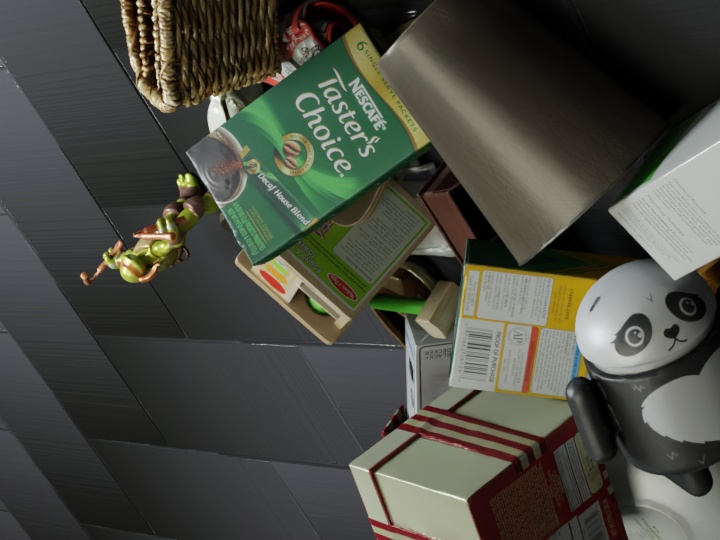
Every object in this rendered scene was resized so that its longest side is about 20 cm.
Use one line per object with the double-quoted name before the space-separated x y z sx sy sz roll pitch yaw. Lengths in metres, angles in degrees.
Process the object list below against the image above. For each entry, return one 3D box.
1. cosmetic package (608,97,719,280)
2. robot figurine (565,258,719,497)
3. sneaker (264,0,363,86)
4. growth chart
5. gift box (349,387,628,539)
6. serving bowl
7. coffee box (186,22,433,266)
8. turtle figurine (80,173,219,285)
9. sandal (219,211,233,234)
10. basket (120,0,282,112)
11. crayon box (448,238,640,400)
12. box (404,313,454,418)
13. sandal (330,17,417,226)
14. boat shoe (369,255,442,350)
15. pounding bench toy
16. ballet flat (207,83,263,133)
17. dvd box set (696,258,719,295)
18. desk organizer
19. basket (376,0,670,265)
"cosmetic package" 0.291 -0.082 1.319 0.085 0.108 0.200 45 146 -5
"robot figurine" 0.254 0.087 1.446 0.124 0.150 0.201 -8 120 34
"sneaker" -0.071 -0.213 1.580 0.200 0.067 0.108 30 145 10
"growth chart" 0.041 -0.065 1.682 0.199 0.018 0.145 8 135 41
"gift box" 0.123 0.212 1.605 0.186 0.199 0.186 9 120 50
"serving bowl" 0.274 0.231 1.646 0.198 0.066 0.201 14 129 18
"coffee box" -0.040 -0.108 1.510 0.199 0.044 0.124 -33 84 18
"turtle figurine" -0.198 -0.038 1.828 0.064 0.161 0.200 47 147 -11
"sandal" -0.066 -0.015 1.806 0.199 0.055 0.082 26 161 18
"basket" -0.167 -0.250 1.499 0.142 0.149 0.202 13 115 36
"crayon box" 0.182 0.049 1.535 0.198 0.052 0.127 7 120 2
"box" 0.103 0.131 1.716 0.060 0.115 0.201 -109 13 -57
"sandal" 0.035 -0.136 1.547 0.077 0.070 0.213 36 111 14
"boat shoe" 0.077 0.079 1.762 0.200 0.074 0.075 49 147 -13
"pounding bench toy" 0.000 0.000 1.646 0.200 0.124 0.156 41 164 1
"ballet flat" -0.119 -0.125 1.734 0.067 0.064 0.201 21 143 28
"dvd box set" 0.324 0.062 1.527 0.146 0.029 0.200 42 147 -2
"desk organizer" 0.143 -0.016 1.586 0.077 0.072 0.201 -7 125 47
"basket" 0.119 -0.131 1.420 0.200 0.136 0.180 46 132 0
